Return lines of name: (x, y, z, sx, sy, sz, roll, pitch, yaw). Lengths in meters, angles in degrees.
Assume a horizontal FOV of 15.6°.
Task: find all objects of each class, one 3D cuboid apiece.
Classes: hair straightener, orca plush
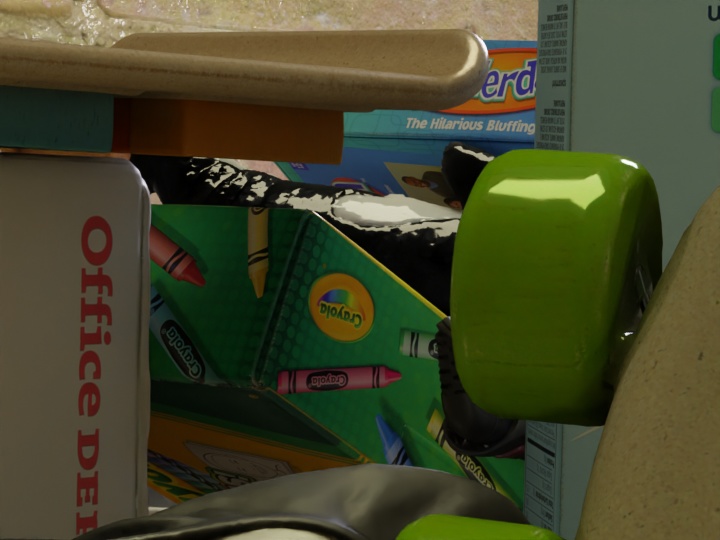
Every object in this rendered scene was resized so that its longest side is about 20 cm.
hair straightener: (0.078, 0.028, 0.774, 0.077, 0.041, 0.200, -37, -25, 17)
orca plush: (0.000, 0.000, 0.890, 0.200, 0.105, 0.071, 39, 22, 5)

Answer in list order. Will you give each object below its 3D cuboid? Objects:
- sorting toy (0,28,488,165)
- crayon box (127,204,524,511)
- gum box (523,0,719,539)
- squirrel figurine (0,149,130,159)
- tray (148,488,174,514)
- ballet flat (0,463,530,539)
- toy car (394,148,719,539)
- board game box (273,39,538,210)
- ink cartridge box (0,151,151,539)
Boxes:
sorting toy: (-0.095, -0.046, 0.707, 0.200, 0.037, 0.185, -5, 6, -39)
crayon box: (-0.016, 0.046, 0.827, 0.119, 0.058, 0.200, 2, -23, 37)
gum box: (0.129, 0.019, 0.678, 0.170, 0.200, 0.045, 1, 4, -8)
squirrel figurine: (-0.139, 0.004, 1.336, 0.141, 0.187, 0.200, 1, 2, -13)
tray: (-0.071, 0.096, 1.022, 0.200, 0.022, 0.107, 1, 1, 12)
ballet flat: (-0.053, 0.089, 0.582, 0.200, 0.068, 0.068, -9, 12, -5)
toy car: (0.111, 0.077, 0.542, 0.164, 0.158, 0.200, 6, -26, 20)
board game box: (0.080, -0.025, 0.962, 0.200, 0.045, 0.152, 4, -28, 30)
ink cartridge box: (-0.153, 0.039, 0.680, 0.083, 0.145, 0.200, 3, 2, 40)
